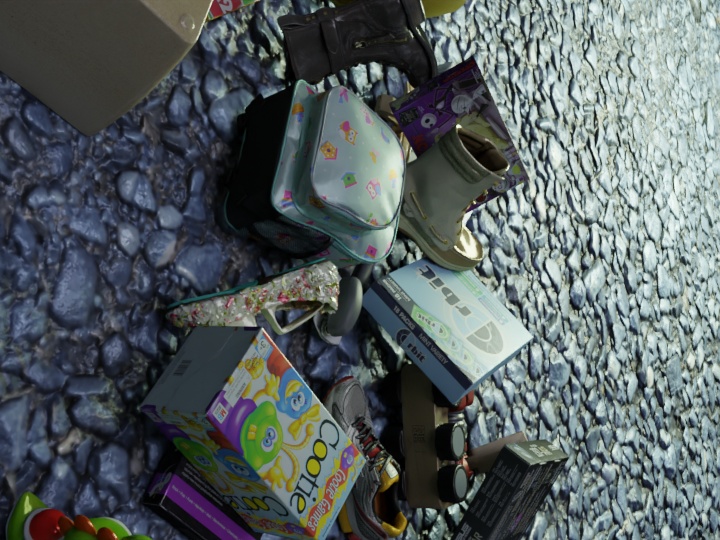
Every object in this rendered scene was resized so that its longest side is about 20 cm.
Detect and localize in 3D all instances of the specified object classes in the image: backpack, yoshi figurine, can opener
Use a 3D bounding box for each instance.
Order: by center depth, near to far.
[{"bbox_3d":[-0.224,0.248,0.786,0.112,0.198,0.114,35,59,-42],"label":"yoshi figurine"},{"bbox_3d":[-0.033,-0.097,1.102,0.199,0.151,0.179,35,54,-46],"label":"backpack"},{"bbox_3d":[0.000,0.000,1.190,0.053,0.066,0.202,49,51,-34],"label":"can opener"}]

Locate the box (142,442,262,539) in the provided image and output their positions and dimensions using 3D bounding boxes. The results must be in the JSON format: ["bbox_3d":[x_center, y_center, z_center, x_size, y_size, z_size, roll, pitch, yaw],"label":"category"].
[{"bbox_3d":[-0.130,0.187,1.035,0.143,0.036,0.202,50,52,-35],"label":"box"}]

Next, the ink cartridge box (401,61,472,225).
[{"bbox_3d":[0.123,-0.151,1.379,0.201,0.040,0.201,56,47,-29],"label":"ink cartridge box"}]

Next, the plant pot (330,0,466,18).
[{"bbox_3d":[0.025,-0.388,1.200,0.140,0.199,0.203,-26,107,-20],"label":"plant pot"}]

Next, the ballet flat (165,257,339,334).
[{"bbox_3d":[-0.102,0.039,1.024,0.197,0.075,0.065,-17,86,-28],"label":"ballet flat"}]

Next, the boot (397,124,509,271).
[{"bbox_3d":[0.128,-0.087,1.238,0.199,0.154,0.073,35,37,-33],"label":"boot"}]

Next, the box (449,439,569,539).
[{"bbox_3d":[0.184,0.319,1.289,0.159,0.043,0.202,10,110,-60],"label":"box"}]

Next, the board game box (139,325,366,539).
[{"bbox_3d":[-0.099,0.160,0.964,0.201,0.102,0.106,55,51,-31],"label":"board game box"}]

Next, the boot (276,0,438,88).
[{"bbox_3d":[-0.005,-0.257,1.163,0.201,0.172,0.070,64,2,-57],"label":"boot"}]

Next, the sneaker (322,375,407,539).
[{"bbox_3d":[0.010,0.220,1.162,0.077,0.081,0.204,-23,103,-49],"label":"sneaker"}]

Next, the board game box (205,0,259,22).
[{"bbox_3d":[-0.136,-0.338,1.081,0.200,0.030,0.097,-47,122,-56],"label":"board game box"}]

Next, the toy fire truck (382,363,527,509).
[{"bbox_3d":[0.131,0.208,1.294,0.199,0.127,0.180,5,81,-61],"label":"toy fire truck"}]

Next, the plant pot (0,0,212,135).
[{"bbox_3d":[-0.225,-0.269,0.870,0.200,0.175,0.203,39,57,-41],"label":"plant pot"}]

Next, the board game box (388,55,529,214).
[{"bbox_3d":[0.128,-0.161,1.249,0.201,0.118,0.033,54,16,-42],"label":"board game box"}]

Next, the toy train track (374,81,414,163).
[{"bbox_3d":[0.097,-0.175,1.295,0.199,0.032,0.117,28,63,-41],"label":"toy train track"}]

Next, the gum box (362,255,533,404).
[{"bbox_3d":[0.113,0.063,1.248,0.170,0.045,0.199,47,30,12],"label":"gum box"}]
